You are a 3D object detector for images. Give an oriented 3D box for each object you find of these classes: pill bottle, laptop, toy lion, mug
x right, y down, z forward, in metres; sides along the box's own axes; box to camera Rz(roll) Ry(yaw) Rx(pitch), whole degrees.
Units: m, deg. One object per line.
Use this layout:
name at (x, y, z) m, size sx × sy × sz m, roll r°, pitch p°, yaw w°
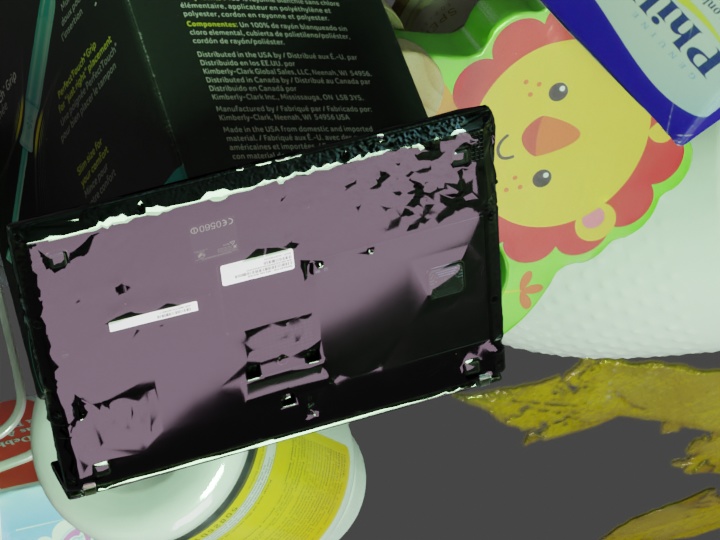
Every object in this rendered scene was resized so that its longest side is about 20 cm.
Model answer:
pill bottle at (-0.069, 0.091, 1.029) m, size 0.112 × 0.112 × 0.200 m, roll -26°, pitch 158°, yaw 14°
laptop at (-0.043, 0.014, 0.813) m, size 0.177 × 0.103 × 0.200 m, roll -15°, pitch 130°, yaw -11°
toy lion at (0.061, -0.046, 0.975) m, size 0.192 × 0.069 × 0.200 m, roll 3°, pitch 120°, yaw -23°
mug at (0.120, -0.033, 1.120) m, size 0.175 × 0.148 × 0.200 m, roll -7°, pitch 157°, yaw 24°

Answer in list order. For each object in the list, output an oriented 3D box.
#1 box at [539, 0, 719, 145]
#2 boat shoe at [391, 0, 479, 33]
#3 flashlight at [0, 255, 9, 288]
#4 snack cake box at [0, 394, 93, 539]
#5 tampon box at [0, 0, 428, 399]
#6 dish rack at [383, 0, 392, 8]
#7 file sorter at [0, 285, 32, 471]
box at (0.198, -0.177, 0.877) m, size 0.184 × 0.105 × 0.200 m, roll -33°, pitch 167°, yaw -38°
boat shoe at (0.106, -0.112, 1.051) m, size 0.200 × 0.065 × 0.072 m, roll 0°, pitch 134°, yaw -42°
flashlight at (-0.156, -0.020, 0.957) m, size 0.068 × 0.068 × 0.200 m, roll 9°, pitch 168°, yaw 36°
snack cake box at (-0.125, 0.112, 1.179) m, size 0.200 × 0.115 × 0.067 m, roll -10°, pitch 115°, yaw -23°
tampon box at (-0.074, -0.070, 0.867) m, size 0.126 × 0.200 × 0.150 m, roll -1°, pitch 150°, yaw -35°
dish rack at (-0.063, -0.071, 1.051) m, size 0.200 × 0.055 × 0.153 m, roll -27°, pitch 155°, yaw 16°
file sorter at (-0.248, 0.030, 1.040) m, size 0.139 × 0.125 × 0.200 m, roll -20°, pitch 156°, yaw 3°
